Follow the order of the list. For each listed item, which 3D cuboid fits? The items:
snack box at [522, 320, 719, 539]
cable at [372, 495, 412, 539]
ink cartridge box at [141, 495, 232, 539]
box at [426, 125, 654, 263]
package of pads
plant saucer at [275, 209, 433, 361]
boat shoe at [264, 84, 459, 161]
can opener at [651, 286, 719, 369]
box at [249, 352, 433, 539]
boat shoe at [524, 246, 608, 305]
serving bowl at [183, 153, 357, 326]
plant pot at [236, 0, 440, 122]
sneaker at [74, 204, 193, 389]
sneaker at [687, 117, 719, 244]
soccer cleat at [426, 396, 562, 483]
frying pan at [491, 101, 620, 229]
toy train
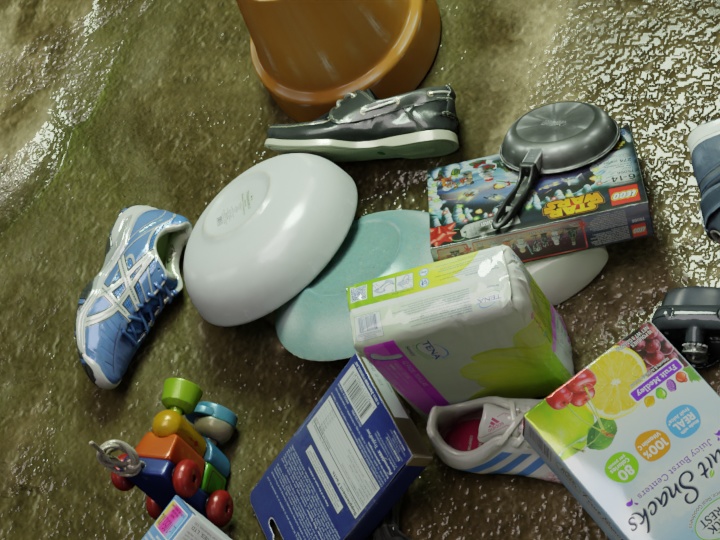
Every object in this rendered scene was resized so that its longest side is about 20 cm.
[{"bbox_3d":[0.249,0.160,1.438,0.142,0.053,0.200,-35,66,-11],"label":"snack box"},{"bbox_3d":[0.034,0.251,1.556,0.097,0.050,0.201,-45,41,19],"label":"cable"},{"bbox_3d":[-0.169,0.323,1.539,0.201,0.136,0.076,-52,17,-8],"label":"ink cartridge box"},{"bbox_3d":[0.160,-0.063,1.591,0.198,0.040,0.138,-12,34,8],"label":"box"},{"bbox_3d":[0.095,0.060,1.513,0.153,0.200,0.069,-15,60,17],"label":"package of pads"},{"bbox_3d":[0.000,0.000,1.643,0.199,0.039,0.202,-21,34,15],"label":"plant saucer"},{"bbox_3d":[0.001,-0.145,1.737,0.198,0.072,0.068,-4,80,15],"label":"boat shoe"},{"bbox_3d":[0.345,0.048,1.483,0.198,0.063,0.079,4,66,28],"label":"can opener"},{"bbox_3d":[-0.022,0.187,1.573,0.200,0.032,0.122,-52,50,28],"label":"box"},{"bbox_3d":[0.131,0.009,1.609,0.199,0.072,0.069,-31,55,19],"label":"boat shoe"},{"bbox_3d":[-0.101,-0.043,1.696,0.199,0.066,0.201,-31,32,22],"label":"serving bowl"},{"bbox_3d":[-0.042,-0.274,1.760,0.198,0.183,0.202,-11,61,20],"label":"plant pot"},{"bbox_3d":[-0.229,0.023,1.763,0.076,0.076,0.202,2,67,31],"label":"sneaker"},{"bbox_3d":[0.387,-0.083,1.513,0.201,0.077,0.147,-20,46,26],"label":"sneaker"},{"bbox_3d":[0.150,0.145,1.513,0.198,0.086,0.071,-5,63,23],"label":"soccer cleat"},{"bbox_3d":[0.155,-0.107,1.599,0.189,0.031,0.115,-32,34,-26],"label":"frying pan"},{"bbox_3d":[-0.178,0.149,1.602,0.084,0.200,0.117,1,61,26],"label":"toy train"}]
